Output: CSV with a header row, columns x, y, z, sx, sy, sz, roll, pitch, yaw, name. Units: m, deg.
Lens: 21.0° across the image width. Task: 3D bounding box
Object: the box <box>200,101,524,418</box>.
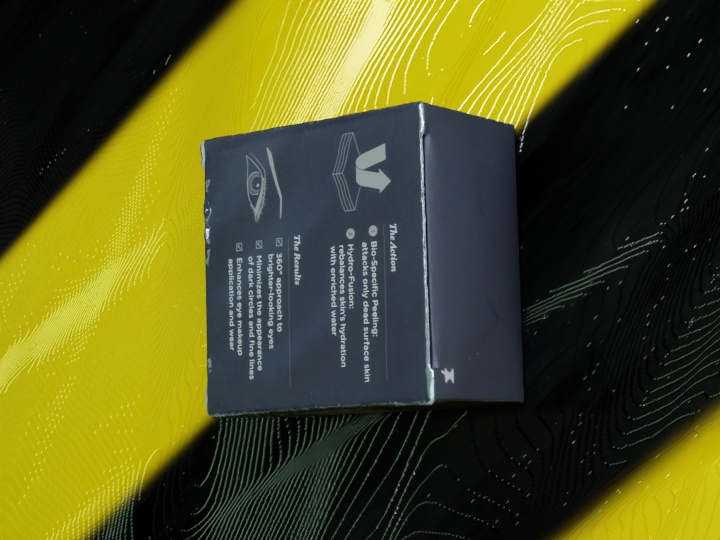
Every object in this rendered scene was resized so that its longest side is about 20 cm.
x,y,z,sx,sy,sz,roll,pitch,yaw,name
0.000,0.000,1.342,0.199,0.117,0.198,-6,82,38,box
